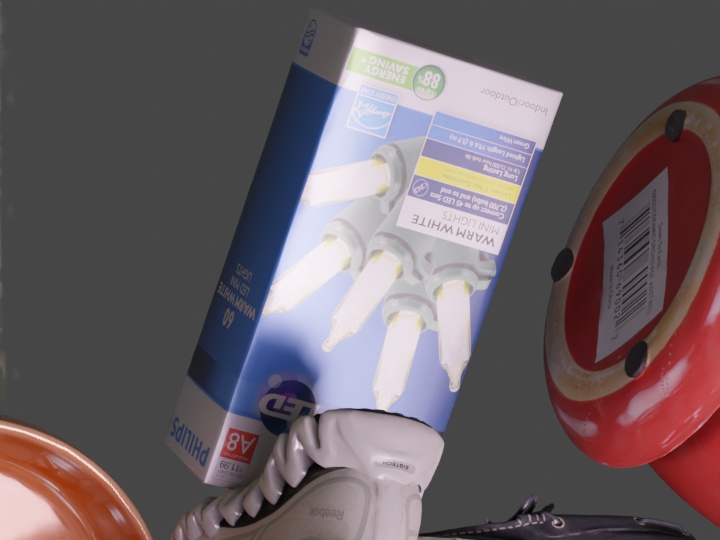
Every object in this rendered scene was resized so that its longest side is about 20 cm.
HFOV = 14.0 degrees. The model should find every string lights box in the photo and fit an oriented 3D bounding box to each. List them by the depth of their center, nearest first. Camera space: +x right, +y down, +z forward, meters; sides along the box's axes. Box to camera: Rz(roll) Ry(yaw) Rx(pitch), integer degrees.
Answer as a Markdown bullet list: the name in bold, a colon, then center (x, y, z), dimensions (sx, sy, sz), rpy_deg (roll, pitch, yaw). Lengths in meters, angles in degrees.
- **string lights box**: center (0.000, 0.000, 1.240), dimensions (0.103, 0.059, 0.200), rpy_deg (15, 98, -25)

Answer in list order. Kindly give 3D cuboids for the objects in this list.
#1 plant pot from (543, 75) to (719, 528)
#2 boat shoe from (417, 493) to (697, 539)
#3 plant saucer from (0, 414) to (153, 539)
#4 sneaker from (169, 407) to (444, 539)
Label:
- **plant pot**: center (0.193, 0.022, 1.246), dimensions (0.182, 0.200, 0.201), rpy_deg (24, 94, -21)
- **boat shoe**: center (0.076, 0.141, 1.303), dimensions (0.200, 0.062, 0.075), rpy_deg (3, 121, -19)
- **plant saucer**: center (-0.179, 0.154, 1.225), dimensions (0.200, 0.032, 0.200), rpy_deg (-6, 105, -21)
- **sneaker**: center (-0.030, 0.127, 1.195), dimensions (0.075, 0.200, 0.081), rpy_deg (10, 61, -19)
